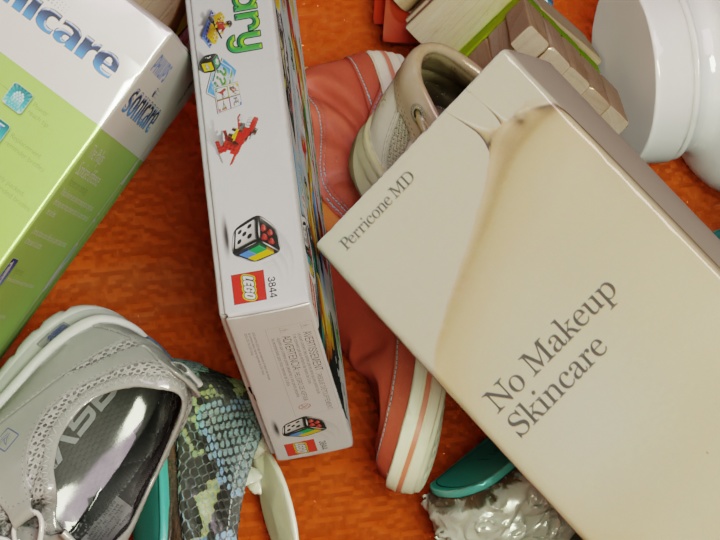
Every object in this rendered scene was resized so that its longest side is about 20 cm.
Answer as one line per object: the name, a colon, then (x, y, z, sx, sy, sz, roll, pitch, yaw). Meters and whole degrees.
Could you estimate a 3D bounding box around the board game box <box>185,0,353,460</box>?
board game box: (-0.037, -0.046, 1.124, 0.034, 0.126, 0.201, -9, 64, 3)

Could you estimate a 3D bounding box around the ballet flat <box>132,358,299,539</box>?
ballet flat: (-0.053, 0.126, 1.125, 0.074, 0.074, 0.201, 6, 64, -10)

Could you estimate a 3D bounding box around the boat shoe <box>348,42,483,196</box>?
boat shoe: (0.077, -0.003, 1.142, 0.072, 0.065, 0.200, -29, 69, -39)

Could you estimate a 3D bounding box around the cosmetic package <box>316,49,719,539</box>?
cosmetic package: (0.092, 0.028, 1.070, 0.200, 0.073, 0.104, 46, 102, 12)

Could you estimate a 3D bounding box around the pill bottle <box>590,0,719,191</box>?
pill bottle: (0.202, -0.091, 1.269, 0.199, 0.113, 0.113, -5, 64, -16)

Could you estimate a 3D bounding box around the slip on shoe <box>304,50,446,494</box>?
slip on shoe: (0.000, 0.000, 1.201, 0.061, 0.074, 0.201, -4, 58, -9)

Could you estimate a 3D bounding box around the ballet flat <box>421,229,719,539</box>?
ballet flat: (0.105, 0.059, 1.206, 0.200, 0.072, 0.072, -39, 77, -25)

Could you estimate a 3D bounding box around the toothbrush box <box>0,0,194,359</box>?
toothbrush box: (-0.150, -0.022, 1.088, 0.086, 0.146, 0.200, 37, 90, 3)

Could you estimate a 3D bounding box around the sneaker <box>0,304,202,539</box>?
sneaker: (-0.130, 0.100, 1.084, 0.075, 0.082, 0.201, 38, 76, -30)

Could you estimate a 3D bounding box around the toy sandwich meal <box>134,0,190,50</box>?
toy sandwich meal: (-0.167, -0.111, 1.217, 0.204, 0.070, 0.206, 5, 62, -10)

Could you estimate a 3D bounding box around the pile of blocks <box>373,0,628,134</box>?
pile of blocks: (0.046, -0.102, 1.262, 0.082, 0.062, 0.200, 36, 17, -39)
